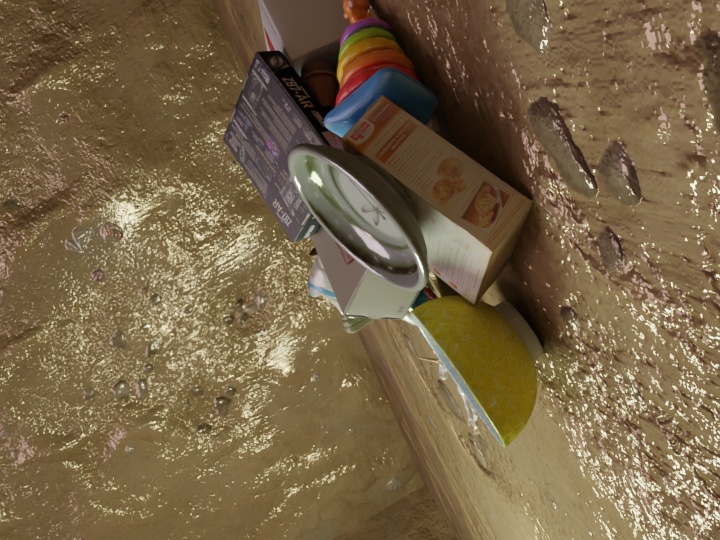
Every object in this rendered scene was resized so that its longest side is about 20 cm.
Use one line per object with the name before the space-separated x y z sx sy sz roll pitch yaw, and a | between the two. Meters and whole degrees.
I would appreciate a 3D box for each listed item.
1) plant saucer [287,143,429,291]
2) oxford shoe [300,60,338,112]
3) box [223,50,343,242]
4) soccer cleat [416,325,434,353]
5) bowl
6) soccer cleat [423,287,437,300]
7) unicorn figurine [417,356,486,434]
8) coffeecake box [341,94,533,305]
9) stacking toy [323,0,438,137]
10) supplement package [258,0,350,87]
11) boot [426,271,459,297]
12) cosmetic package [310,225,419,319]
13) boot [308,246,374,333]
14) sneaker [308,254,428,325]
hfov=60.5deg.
plant saucer | 0.007 -0.065 0.657 0.199 0.050 0.201 40 164 14
oxford shoe | -0.060 -0.225 0.911 0.200 0.069 0.073 91 173 -80
box | -0.101 -0.168 0.846 0.201 0.043 0.161 53 136 16
soccer cleat | 0.117 0.059 1.095 0.201 0.072 0.069 58 171 38
bowl | 0.160 0.102 0.763 0.202 0.107 0.200 56 179 1
soccer cleat | 0.121 0.068 0.990 0.073 0.069 0.200 27 -164 -42
unicorn figurine | 0.197 0.217 1.122 0.199 0.072 0.141 -12 95 68
coffeecake box | 0.078 -0.073 0.689 0.199 0.073 0.154 39 165 17
stacking toy | 0.010 -0.259 0.746 0.108 0.115 0.204 13 -124 -46
supplement package | -0.072 -0.335 0.927 0.123 0.118 0.200 63 172 10
boot | 0.090 -0.045 0.933 0.202 0.072 0.155 61 171 -29
cosmetic package | 0.002 -0.035 0.865 0.088 0.101 0.202 -61 38 33
boot | 0.000 0.000 1.054 0.200 0.071 0.157 -43 -68 -55
sneaker | 0.016 0.035 0.937 0.197 0.082 0.077 26 -149 -3
